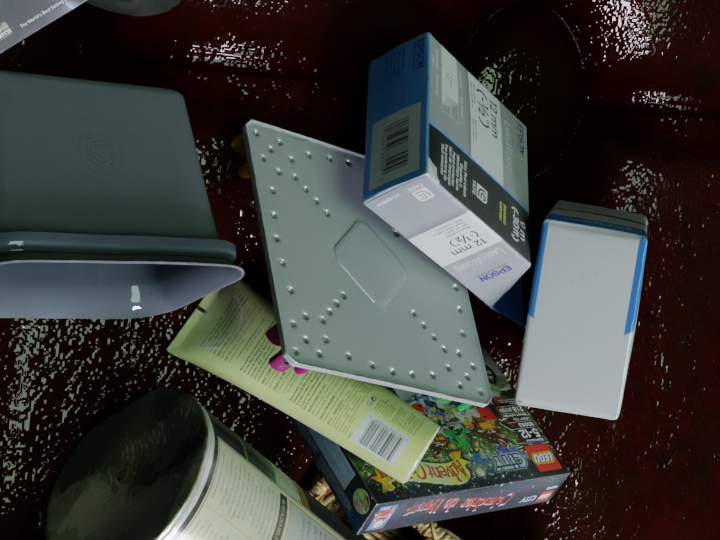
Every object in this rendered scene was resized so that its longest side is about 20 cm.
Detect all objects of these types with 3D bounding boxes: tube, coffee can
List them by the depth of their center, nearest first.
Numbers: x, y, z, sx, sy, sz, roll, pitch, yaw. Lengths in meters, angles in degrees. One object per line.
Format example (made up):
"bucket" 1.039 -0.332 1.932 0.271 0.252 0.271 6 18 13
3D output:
"coffee can" -0.102 0.197 1.251 0.200 0.146 0.146 44 72 -37
"tube" -0.037 0.080 1.288 0.052 0.200 0.058 -60 176 33

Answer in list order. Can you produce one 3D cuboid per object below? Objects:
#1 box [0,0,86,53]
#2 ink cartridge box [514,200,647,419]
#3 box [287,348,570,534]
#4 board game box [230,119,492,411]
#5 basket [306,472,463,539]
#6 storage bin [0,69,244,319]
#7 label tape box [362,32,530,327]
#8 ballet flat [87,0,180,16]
"box" -0.248 -0.207 1.056 0.200 0.044 0.160 -31 122 0
"ink cartridge box" 0.181 0.026 1.416 0.200 0.084 0.146 -34 132 -78
"box" 0.050 0.128 1.371 0.200 0.137 0.038 -3 137 -39
"board game box" 0.000 0.000 1.298 0.200 0.026 0.200 15 52 -40
"basket" 0.007 0.282 1.362 0.149 0.143 0.200 40 74 -38
"storage bin" -0.193 -0.046 1.144 0.200 0.145 0.135 3 72 -41
"label tape box" 0.087 -0.067 1.359 0.200 0.066 0.143 37 41 -36
"ballet flat" -0.181 -0.214 1.147 0.200 0.068 0.068 19 86 -41
